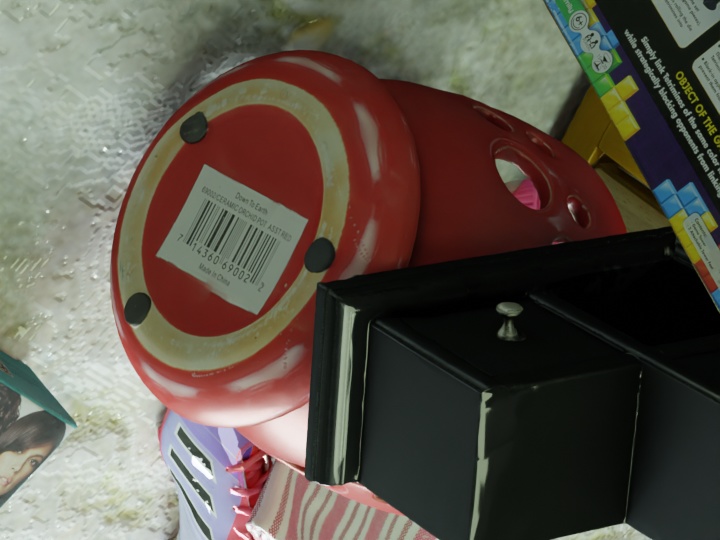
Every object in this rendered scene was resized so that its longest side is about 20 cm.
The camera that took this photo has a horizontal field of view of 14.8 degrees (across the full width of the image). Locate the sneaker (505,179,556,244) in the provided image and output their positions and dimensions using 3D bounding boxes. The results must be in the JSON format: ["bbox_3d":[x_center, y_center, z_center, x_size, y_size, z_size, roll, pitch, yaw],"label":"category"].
[{"bbox_3d":[0.060,0.027,1.451,0.081,0.088,0.200,15,126,-8],"label":"sneaker"}]

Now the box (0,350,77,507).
[{"bbox_3d":[-0.232,0.118,1.301,0.200,0.049,0.082,-47,144,3],"label":"box"}]

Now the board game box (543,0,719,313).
[{"bbox_3d":[0.184,-0.083,1.105,0.165,0.200,0.057,-37,147,19],"label":"board game box"}]

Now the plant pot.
[{"bbox_3d":[0.000,0.000,1.294,0.182,0.200,0.200,27,105,-46],"label":"plant pot"}]

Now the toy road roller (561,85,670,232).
[{"bbox_3d":[0.201,-0.068,1.489,0.146,0.123,0.200,-5,129,-56],"label":"toy road roller"}]

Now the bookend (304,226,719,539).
[{"bbox_3d":[0.113,0.065,1.150,0.200,0.199,0.092,-9,114,-31],"label":"bookend"}]

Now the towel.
[{"bbox_3d":[0.003,0.126,1.501,0.146,0.030,0.200,-65,153,-27],"label":"towel"}]

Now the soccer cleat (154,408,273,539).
[{"bbox_3d":[-0.067,0.128,1.449,0.067,0.076,0.200,-20,137,-30],"label":"soccer cleat"}]
